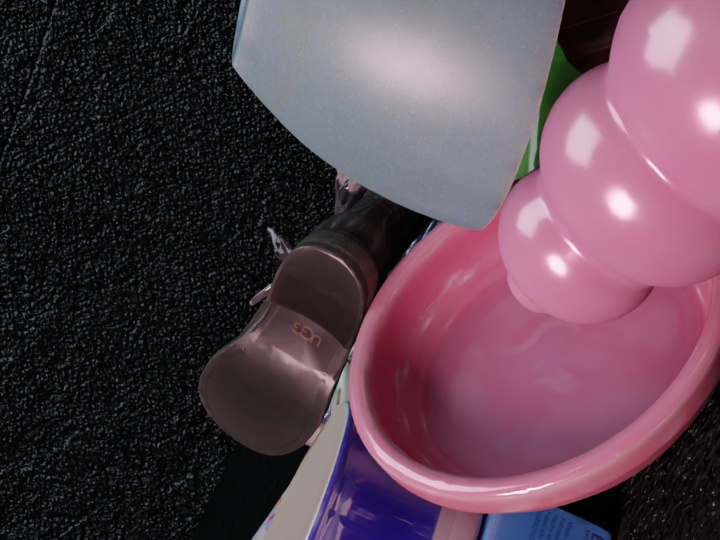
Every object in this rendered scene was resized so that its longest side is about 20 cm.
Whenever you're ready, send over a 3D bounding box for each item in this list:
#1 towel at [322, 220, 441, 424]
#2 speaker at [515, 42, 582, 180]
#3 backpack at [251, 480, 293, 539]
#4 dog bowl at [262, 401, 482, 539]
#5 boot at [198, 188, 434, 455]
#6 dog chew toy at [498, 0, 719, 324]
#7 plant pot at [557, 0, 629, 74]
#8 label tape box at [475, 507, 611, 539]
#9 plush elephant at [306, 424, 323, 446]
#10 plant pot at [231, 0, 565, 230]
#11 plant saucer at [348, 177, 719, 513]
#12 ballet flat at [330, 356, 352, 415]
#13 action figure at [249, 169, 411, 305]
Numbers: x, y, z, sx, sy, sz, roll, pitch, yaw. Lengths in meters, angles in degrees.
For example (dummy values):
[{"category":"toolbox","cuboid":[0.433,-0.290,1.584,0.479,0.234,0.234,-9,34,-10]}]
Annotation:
[{"category":"towel","cuboid":[0.053,0.022,1.219,0.200,0.024,0.147,-60,-30,2]},{"category":"speaker","cuboid":[0.119,-0.043,1.076,0.088,0.088,0.200,129,147,-68]},{"category":"backpack","cuboid":[-0.023,0.214,1.288,0.167,0.126,0.200,-70,7,-46]},{"category":"dog bowl","cuboid":[-0.013,0.171,1.009,0.200,0.079,0.200,-156,90,-85]},{"category":"boot","cuboid":[0.000,0.000,1.099,0.174,0.069,0.200,-51,-3,-45]},{"category":"dog chew toy","cuboid":[0.137,-0.050,0.863,0.200,0.124,0.125,-46,15,31]},{"category":"plant pot","cuboid":[0.176,-0.204,1.021,0.200,0.200,0.198,122,162,-52]},{"category":"label tape box","cuboid":[0.046,0.215,1.003,0.200,0.066,0.143,119,173,-57]},{"category":"plush elephant","cuboid":[0.029,0.056,1.359,0.200,0.164,0.155,30,111,56]},{"category":"plant pot","cuboid":[0.012,-0.130,0.952,0.200,0.135,0.200,-169,90,-83]},{"category":"plant saucer","cuboid":[0.092,0.037,0.951,0.200,0.051,0.201,-20,42,19]},{"category":"ballet flat","cuboid":[0.024,0.055,1.135,0.200,0.074,0.074,-52,6,-3]},{"category":"action figure","cuboid":[0.020,-0.033,1.258,0.200,0.119,0.102,-27,-43,-33]}]
